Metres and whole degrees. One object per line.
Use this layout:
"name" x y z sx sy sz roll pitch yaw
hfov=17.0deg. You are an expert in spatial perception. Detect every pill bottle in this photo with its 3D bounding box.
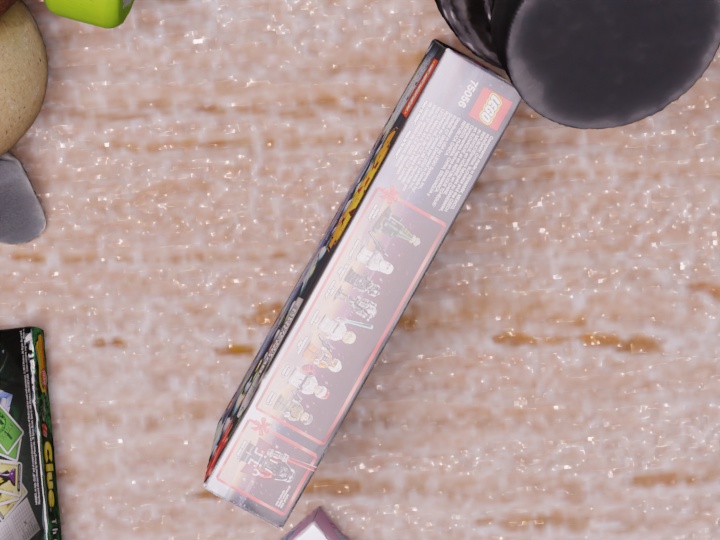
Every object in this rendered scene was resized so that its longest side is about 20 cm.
"pill bottle" 0.071 -0.147 0.948 0.112 0.200 0.112 -8 130 -10

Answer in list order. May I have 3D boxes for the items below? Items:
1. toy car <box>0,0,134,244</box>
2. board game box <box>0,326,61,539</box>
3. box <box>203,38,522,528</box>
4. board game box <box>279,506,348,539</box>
"toy car" -0.173 -0.104 1.023 0.164 0.158 0.200 15 125 3
"board game box" -0.182 0.129 1.059 0.104 0.023 0.201 -5 86 6
"box" 0.000 0.000 1.006 0.040 0.137 0.200 29 95 -5
"board game box" -0.028 0.246 1.079 0.200 0.043 0.199 -41 94 5
